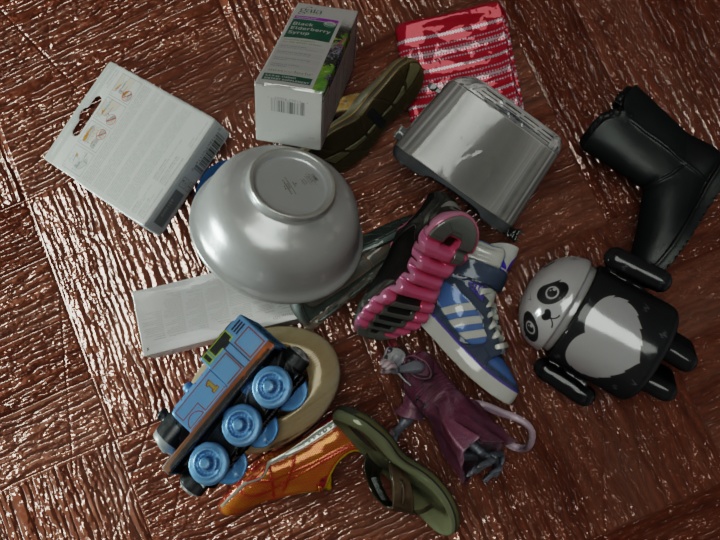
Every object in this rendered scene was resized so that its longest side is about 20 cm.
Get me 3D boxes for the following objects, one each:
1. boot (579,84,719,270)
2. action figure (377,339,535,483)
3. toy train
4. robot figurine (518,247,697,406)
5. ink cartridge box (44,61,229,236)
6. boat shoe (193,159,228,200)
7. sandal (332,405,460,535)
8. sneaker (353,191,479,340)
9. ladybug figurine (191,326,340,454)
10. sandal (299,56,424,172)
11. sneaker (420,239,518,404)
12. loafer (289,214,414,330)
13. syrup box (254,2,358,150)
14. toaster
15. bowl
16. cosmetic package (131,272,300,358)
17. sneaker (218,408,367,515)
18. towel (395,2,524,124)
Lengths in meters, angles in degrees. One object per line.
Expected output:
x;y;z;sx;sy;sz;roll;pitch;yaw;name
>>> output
0.327;-0.104;1.030;0.168;0.076;0.200;35;79;5;boot
0.094;0.144;0.998;0.149;0.134;0.200;-24;59;-25;action figure
-0.145;0.150;0.961;0.114;0.087;0.200;39;89;18;toy train
0.278;0.068;0.987;0.200;0.125;0.150;31;69;8;robot figurine
-0.290;-0.159;1.114;0.200;0.047;0.160;31;86;25;ink cartridge box
-0.158;-0.049;1.049;0.084;0.069;0.200;-23;47;16;boat shoe
0.032;0.235;0.986;0.201;0.080;0.057;46;60;-13;sandal
0.055;-0.007;0.988;0.079;0.096;0.200;22;120;-30;sneaker
-0.116;0.144;1.035;0.199;0.072;0.136;-24;81;1;ladybug figurine
-0.006;-0.191;1.074;0.200;0.080;0.054;-45;56;2;sandal
0.150;0.040;1.022;0.146;0.081;0.200;-45;75;4;sneaker
0.000;0.000;1.043;0.200;0.072;0.063;-30;104;-18;loafer
-0.061;-0.234;1.026;0.078;0.082;0.200;10;44;6;syrup box
0.144;-0.136;1.016;0.200;0.114;0.129;34;99;-5;toaster
-0.083;-0.070;0.955;0.200;0.090;0.202;8;56;-13;bowl
-0.171;0.045;1.064;0.199;0.051;0.083;-13;78;2;cosmetic package
-0.077;0.240;1.022;0.200;0.073;0.077;-31;91;3;sneaker
0.128;-0.231;1.092;0.144;0.022;0.201;-10;82;4;towel
